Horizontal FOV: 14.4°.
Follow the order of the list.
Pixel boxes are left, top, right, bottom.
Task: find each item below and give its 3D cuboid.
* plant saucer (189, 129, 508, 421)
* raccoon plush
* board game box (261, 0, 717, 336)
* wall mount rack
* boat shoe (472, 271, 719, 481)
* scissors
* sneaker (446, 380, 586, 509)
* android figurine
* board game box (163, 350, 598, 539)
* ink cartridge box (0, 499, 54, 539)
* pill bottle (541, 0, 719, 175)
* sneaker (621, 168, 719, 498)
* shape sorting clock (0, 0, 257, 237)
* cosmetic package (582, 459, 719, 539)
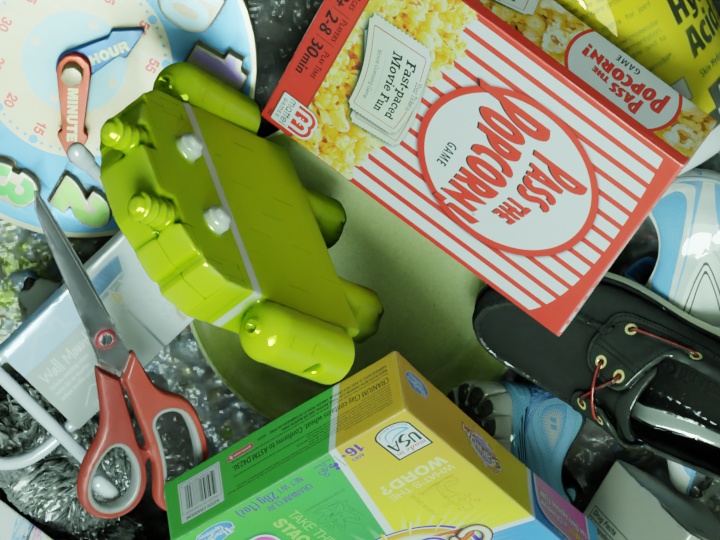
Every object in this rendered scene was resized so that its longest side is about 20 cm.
[{"bbox_3d":[0.000,0.000,1.594,0.198,0.031,0.201,-1,114,-2],"label":"plant saucer"},{"bbox_3d":[-0.130,0.086,1.605,0.134,0.097,0.200,-41,117,7],"label":"raccoon plush"},{"bbox_3d":[0.063,-0.079,1.468,0.199,0.046,0.152,36,137,4],"label":"board game box"},{"bbox_3d":[-0.144,0.022,1.487,0.200,0.075,0.174,-44,119,-1],"label":"wall mount rack"},{"bbox_3d":[0.150,0.056,1.546,0.200,0.063,0.074,22,124,12],"label":"boat shoe"},{"bbox_3d":[-0.122,0.041,1.461,0.073,0.014,0.201,-15,116,-16],"label":"scissors"},{"bbox_3d":[0.089,0.148,1.634,0.089,0.079,0.201,-8,131,-24],"label":"sneaker"},{"bbox_3d":[-0.064,-0.025,1.460,0.041,0.183,0.200,-34,147,22],"label":"android figurine"},{"bbox_3d":[0.016,0.139,1.514,0.153,0.040,0.200,-31,134,21],"label":"board game box"},{"bbox_3d":[-0.221,0.187,1.572,0.200,0.068,0.117,36,72,3],"label":"ink cartridge box"},{"bbox_3d":[0.119,-0.149,1.488,0.111,0.111,0.201,-25,112,9],"label":"pill bottle"},{"bbox_3d":[0.183,0.034,1.599,0.072,0.072,0.201,11,119,24],"label":"sneaker"},{"bbox_3d":[-0.154,-0.112,1.537,0.198,0.039,0.201,-1,113,-1],"label":"shape sorting clock"},{"bbox_3d":[0.138,0.221,1.611,0.071,0.105,0.201,27,101,-28],"label":"cosmetic package"}]
